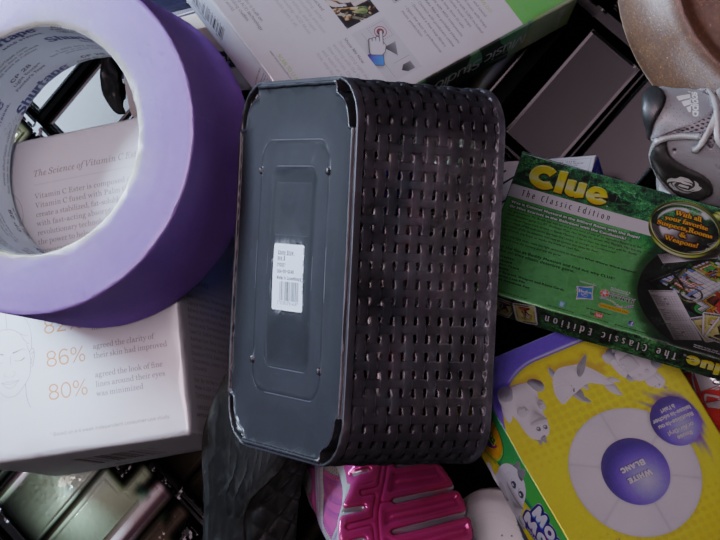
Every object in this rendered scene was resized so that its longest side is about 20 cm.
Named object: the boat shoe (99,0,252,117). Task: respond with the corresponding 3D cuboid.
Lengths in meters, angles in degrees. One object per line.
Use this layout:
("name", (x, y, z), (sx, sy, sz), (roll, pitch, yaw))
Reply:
("boat shoe", (-0.070, -0.155, 1.307), (0.199, 0.093, 0.075), (-9, 120, -8))

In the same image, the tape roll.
("tape roll", (-0.169, -0.069, 1.204), (0.199, 0.085, 0.201), (-3, 81, 21))

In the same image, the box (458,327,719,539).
("box", (0.146, 0.124, 1.104), (0.117, 0.048, 0.200), (-21, 71, -23))

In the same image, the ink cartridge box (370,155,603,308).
("ink cartridge box", (0.042, -0.018, 1.232), (0.199, 0.044, 0.094), (-3, 40, 20))

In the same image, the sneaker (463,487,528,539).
("sneaker", (0.104, 0.204, 1.150), (0.079, 0.130, 0.199), (-32, 72, 12))

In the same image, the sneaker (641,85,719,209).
("sneaker", (0.214, -0.086, 1.115), (0.115, 0.200, 0.075), (17, 53, -6))

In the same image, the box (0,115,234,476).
("box", (-0.159, 0.018, 1.292), (0.152, 0.106, 0.201), (-9, 78, 20))

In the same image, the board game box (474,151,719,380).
("board game box", (0.169, 0.004, 1.130), (0.199, 0.023, 0.105), (17, 56, 9))

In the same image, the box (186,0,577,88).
("box", (0.011, -0.167, 1.241), (0.200, 0.036, 0.144), (-30, 73, -20))

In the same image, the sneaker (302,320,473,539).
("sneaker", (0.011, 0.134, 1.219), (0.081, 0.088, 0.201), (-2, 63, -14))

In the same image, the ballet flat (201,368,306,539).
("ballet flat", (-0.059, 0.124, 1.226), (0.066, 0.057, 0.201), (23, 116, 30))

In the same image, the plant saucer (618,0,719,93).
("plant saucer", (0.247, -0.169, 1.177), (0.200, 0.037, 0.201), (0, 90, 5))

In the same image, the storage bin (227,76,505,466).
("storage bin", (0.000, 0.000, 1.111), (0.135, 0.094, 0.201), (5, 92, 61))

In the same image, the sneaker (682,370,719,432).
("sneaker", (0.253, 0.047, 1.155), (0.201, 0.067, 0.108), (6, 86, 24))
